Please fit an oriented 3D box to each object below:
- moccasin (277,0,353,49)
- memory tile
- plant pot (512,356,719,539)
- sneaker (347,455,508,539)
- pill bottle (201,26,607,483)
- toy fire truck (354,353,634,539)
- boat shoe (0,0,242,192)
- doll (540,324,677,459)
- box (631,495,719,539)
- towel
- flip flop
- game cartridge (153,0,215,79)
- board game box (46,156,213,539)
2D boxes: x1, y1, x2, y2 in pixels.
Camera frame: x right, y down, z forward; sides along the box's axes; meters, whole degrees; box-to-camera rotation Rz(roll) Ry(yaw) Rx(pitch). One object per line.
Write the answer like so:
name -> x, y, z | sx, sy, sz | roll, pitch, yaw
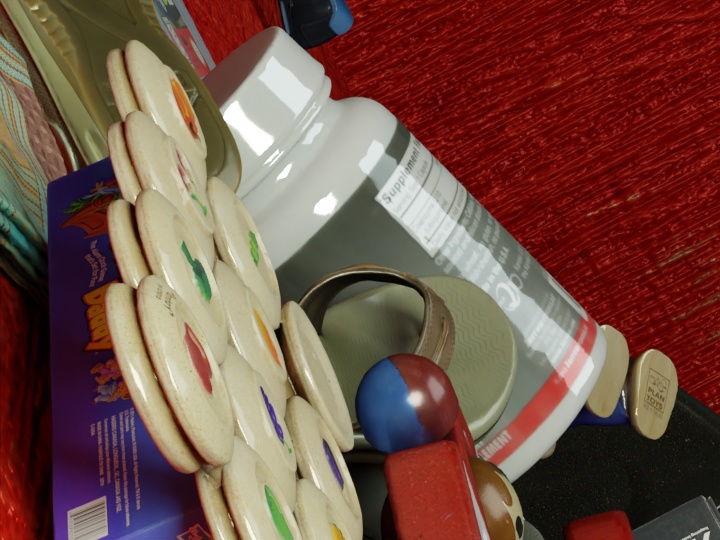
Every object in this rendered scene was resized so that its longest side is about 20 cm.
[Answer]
moccasin -> -0.073, -0.272, 2.401 | 0.080, 0.068, 0.200 | 47, 13, -44
memory tile -> -0.031, 0.031, 0.746 | 0.200, 0.017, 0.153 | -101, 167, -62
plant pot -> 0.152, 0.164, 1.724 | 0.177, 0.200, 0.200 | 50, -3, 35
sneaker -> 0.030, 0.123, 1.121 | 0.200, 0.091, 0.076 | 60, 3, -42
pill bottle -> 0.000, 0.000, 1.163 | 0.200, 0.114, 0.114 | 44, 9, -14
toy fire truck -> 0.040, 0.116, 0.889 | 0.200, 0.112, 0.168 | -100, 175, -49
boat shoe -> -0.110, -0.088, 1.026 | 0.073, 0.063, 0.201 | -12, 62, -38
doll -> 0.054, 0.062, 1.314 | 0.136, 0.200, 0.049 | 26, 67, -44
box -> 0.104, 0.186, 1.129 | 0.200, 0.161, 0.049 | 58, 7, -53
towel -> -0.130, -0.063, 0.857 | 0.147, 0.022, 0.200 | 66, 6, 29
flip flop -> -0.001, 0.029, 1.016 | 0.200, 0.058, 0.081 | -5, 46, -51
game cartridge -> -0.117, -0.135, 1.333 | 0.133, 0.041, 0.200 | 58, 5, -5
board game box -> -0.043, 0.066, 0.799 | 0.200, 0.045, 0.135 | -102, 168, -58
